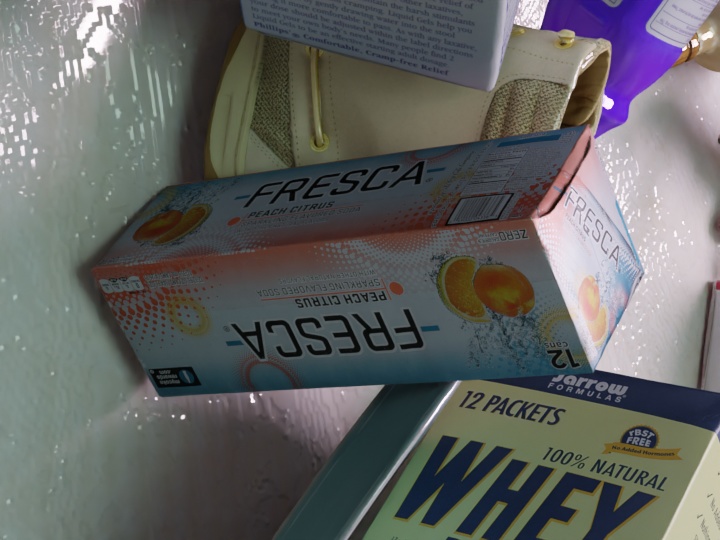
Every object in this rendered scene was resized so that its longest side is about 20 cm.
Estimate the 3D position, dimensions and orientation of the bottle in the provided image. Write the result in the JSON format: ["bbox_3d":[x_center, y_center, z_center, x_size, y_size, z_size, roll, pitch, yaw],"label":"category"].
[{"bbox_3d":[0.133,-0.132,0.805,0.200,0.065,0.084,-55,160,17],"label":"bottle"}]

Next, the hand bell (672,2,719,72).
[{"bbox_3d":[0.172,-0.125,0.918,0.200,0.104,0.104,-26,111,-31],"label":"hand bell"}]

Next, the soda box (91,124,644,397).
[{"bbox_3d":[0.000,0.000,0.625,0.064,0.200,0.068,-53,128,-45],"label":"soda box"}]

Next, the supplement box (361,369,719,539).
[{"bbox_3d":[0.094,0.182,0.768,0.200,0.134,0.200,-55,138,-31],"label":"supplement box"}]

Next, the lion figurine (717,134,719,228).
[{"bbox_3d":[0.271,-0.071,0.982,0.122,0.072,0.200,-45,162,-9],"label":"lion figurine"}]

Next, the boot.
[{"bbox_3d":[0.030,-0.108,0.683,0.073,0.155,0.200,37,65,-66],"label":"boot"}]

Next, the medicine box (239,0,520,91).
[{"bbox_3d":[0.026,-0.197,0.573,0.200,0.103,0.182,86,20,-65],"label":"medicine box"}]

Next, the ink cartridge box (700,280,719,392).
[{"bbox_3d":[0.327,0.063,1.034,0.200,0.145,0.084,15,80,-47],"label":"ink cartridge box"}]

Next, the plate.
[{"bbox_3d":[-0.009,0.095,0.671,0.026,0.200,0.200,35,57,4],"label":"plate"}]
